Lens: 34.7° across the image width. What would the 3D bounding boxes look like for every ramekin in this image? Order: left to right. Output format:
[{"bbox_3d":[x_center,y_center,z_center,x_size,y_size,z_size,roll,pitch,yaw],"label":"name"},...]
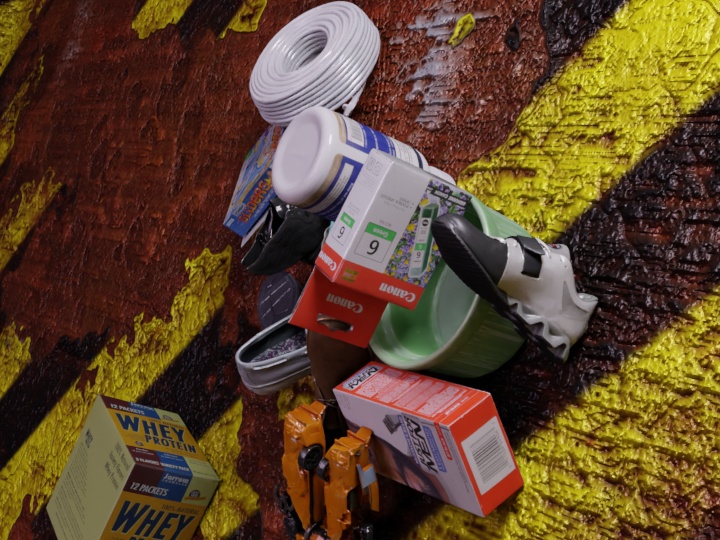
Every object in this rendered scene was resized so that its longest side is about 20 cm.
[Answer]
[{"bbox_3d":[0.100,0.019,1.227,0.200,0.098,0.200,-30,51,44],"label":"ramekin"}]

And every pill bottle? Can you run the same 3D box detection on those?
[{"bbox_3d":[0.008,-0.102,1.326,0.116,0.200,0.116,-31,49,43],"label":"pill bottle"}]

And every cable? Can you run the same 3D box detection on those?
[{"bbox_3d":[-0.066,-0.282,1.581,0.200,0.069,0.200,1,55,43],"label":"cable"}]

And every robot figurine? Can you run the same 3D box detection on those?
[{"bbox_3d":[-0.031,0.248,1.257,0.145,0.058,0.200,24,130,36],"label":"robot figurine"}]

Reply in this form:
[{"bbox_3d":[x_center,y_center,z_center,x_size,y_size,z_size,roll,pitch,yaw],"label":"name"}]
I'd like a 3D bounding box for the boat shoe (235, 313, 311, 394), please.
[{"bbox_3d":[-0.056,0.074,1.364,0.201,0.072,0.070,-30,52,-6],"label":"boat shoe"}]

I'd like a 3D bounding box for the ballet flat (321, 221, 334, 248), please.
[{"bbox_3d":[-0.019,-0.068,1.457,0.070,0.067,0.200,-3,72,39],"label":"ballet flat"}]

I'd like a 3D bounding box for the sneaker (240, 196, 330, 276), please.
[{"bbox_3d":[-0.072,-0.078,1.510,0.060,0.104,0.200,39,106,55],"label":"sneaker"}]

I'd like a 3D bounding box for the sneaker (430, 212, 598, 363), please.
[{"bbox_3d":[0.149,-0.005,1.092,0.089,0.200,0.074,-52,28,-7],"label":"sneaker"}]

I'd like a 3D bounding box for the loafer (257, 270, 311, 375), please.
[{"bbox_3d":[-0.080,0.075,1.487,0.072,0.063,0.200,-43,37,9],"label":"loafer"}]

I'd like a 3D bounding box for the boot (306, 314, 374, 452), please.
[{"bbox_3d":[-0.023,0.133,1.277,0.075,0.074,0.200,-79,-13,-47],"label":"boot"}]

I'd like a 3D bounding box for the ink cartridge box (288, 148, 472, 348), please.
[{"bbox_3d":[0.019,-0.011,1.168,0.200,0.109,0.050,-63,34,10],"label":"ink cartridge box"}]

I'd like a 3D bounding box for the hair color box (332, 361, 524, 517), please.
[{"bbox_3d":[0.066,0.169,1.184,0.064,0.111,0.200,-33,22,-26],"label":"hair color box"}]

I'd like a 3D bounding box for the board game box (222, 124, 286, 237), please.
[{"bbox_3d":[-0.129,-0.152,1.627,0.135,0.034,0.200,-48,18,29],"label":"board game box"}]

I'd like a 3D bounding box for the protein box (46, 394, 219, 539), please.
[{"bbox_3d":[-0.328,0.320,1.642,0.200,0.135,0.199,-64,34,11],"label":"protein box"}]

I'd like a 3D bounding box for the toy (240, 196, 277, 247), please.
[{"bbox_3d":[-0.086,-0.117,1.589,0.200,0.047,0.115,-50,17,25],"label":"toy"}]
